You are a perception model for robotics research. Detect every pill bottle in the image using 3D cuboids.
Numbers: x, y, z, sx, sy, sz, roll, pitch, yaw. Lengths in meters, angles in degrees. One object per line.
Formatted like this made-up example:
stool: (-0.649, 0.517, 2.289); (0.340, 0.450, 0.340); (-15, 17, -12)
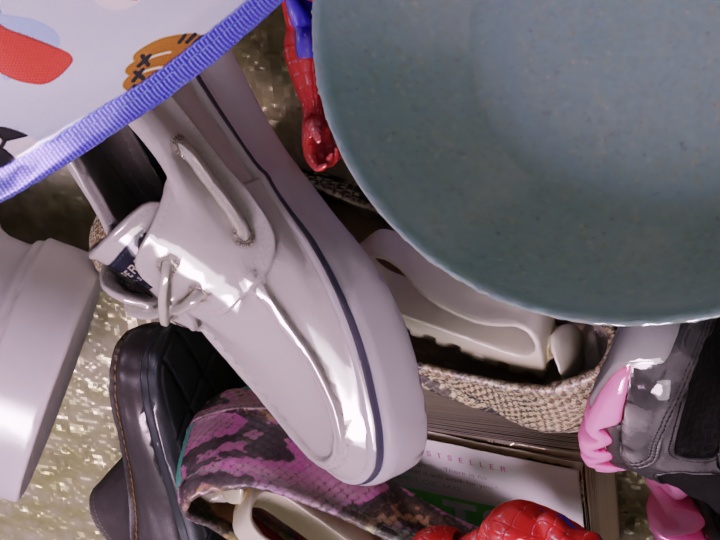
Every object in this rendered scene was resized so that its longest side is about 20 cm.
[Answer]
pill bottle: (-0.199, 0.005, 0.872); (0.200, 0.116, 0.116); (21, 137, -2)

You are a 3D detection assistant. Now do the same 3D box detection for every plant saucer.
plant saucer: (0.086, -0.076, 0.661); (0.201, 0.201, 0.039); (-3, 161, 21)

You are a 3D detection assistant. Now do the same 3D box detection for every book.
book: (0.035, 0.115, 0.961); (0.133, 0.048, 0.200); (8, 137, 18)

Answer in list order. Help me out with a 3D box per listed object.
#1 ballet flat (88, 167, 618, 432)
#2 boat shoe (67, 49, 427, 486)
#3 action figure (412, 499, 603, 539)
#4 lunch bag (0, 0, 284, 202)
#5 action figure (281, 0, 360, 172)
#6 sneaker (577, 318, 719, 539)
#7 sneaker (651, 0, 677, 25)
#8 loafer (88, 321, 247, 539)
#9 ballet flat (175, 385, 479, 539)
ballet flat: (0.000, 0.000, 0.824); (0.200, 0.068, 0.075); (18, 165, 8)
boat shoe: (-0.052, -0.015, 0.751); (0.072, 0.066, 0.200); (-24, 95, 57)
action figure: (0.108, 0.108, 0.806); (0.200, 0.052, 0.065); (9, 167, 25)
lunch bag: (-0.116, -0.109, 0.603); (0.200, 0.124, 0.170); (-28, 120, 21)
action figure: (0.023, -0.053, 0.758); (0.200, 0.099, 0.065); (41, 131, -18)
sneaker: (0.134, 0.056, 0.797); (0.095, 0.079, 0.200); (19, 168, 26)
sneaker: (0.169, -0.044, 0.695); (0.200, 0.079, 0.089); (13, 174, 12)
loafer: (-0.076, 0.096, 0.957); (0.072, 0.073, 0.200); (6, 134, 19)
ballet flat: (0.019, 0.116, 0.879); (0.200, 0.071, 0.069); (31, 140, -7)
